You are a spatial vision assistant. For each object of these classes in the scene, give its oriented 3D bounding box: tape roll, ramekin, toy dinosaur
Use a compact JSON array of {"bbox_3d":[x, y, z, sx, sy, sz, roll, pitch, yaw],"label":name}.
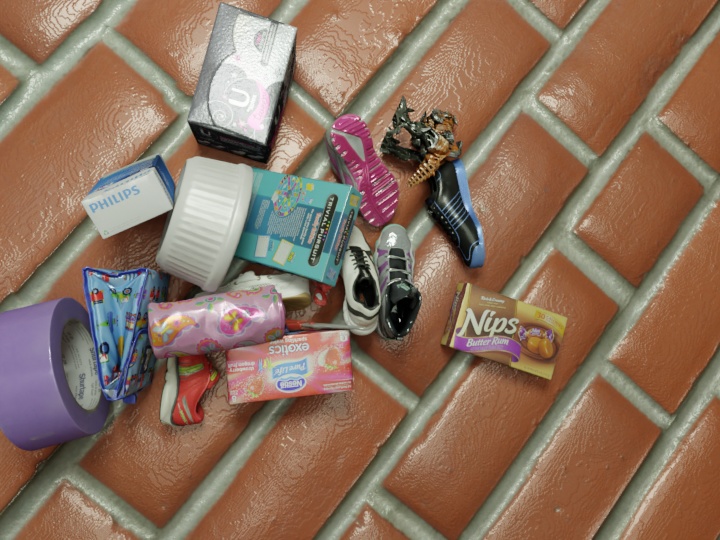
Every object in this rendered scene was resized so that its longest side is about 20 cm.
[{"bbox_3d":[-0.440,0.146,0.755,0.084,0.200,0.202,-13,89,-8],"label":"tape roll"},{"bbox_3d":[-0.238,-0.075,0.789,0.093,0.202,0.205,17,85,-24],"label":"ramekin"},{"bbox_3d":[0.110,-0.219,0.892,0.135,0.201,0.103,25,122,-4],"label":"toy dinosaur"}]

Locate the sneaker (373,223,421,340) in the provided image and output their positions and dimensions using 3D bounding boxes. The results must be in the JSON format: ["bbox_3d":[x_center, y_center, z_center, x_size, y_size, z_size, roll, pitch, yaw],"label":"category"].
[{"bbox_3d":[0.068,0.018,0.870,0.077,0.140,0.203,0,88,-10],"label":"sneaker"}]

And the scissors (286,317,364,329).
[{"bbox_3d":[-0.089,0.086,0.858,0.198,0.073,0.014,-3,97,6],"label":"scissors"}]

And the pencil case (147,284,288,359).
[{"bbox_3d":[-0.207,0.074,0.775,0.198,0.087,0.088,-10,89,-15],"label":"pencil case"}]

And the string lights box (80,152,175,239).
[{"bbox_3d":[-0.336,-0.118,0.781,0.102,0.200,0.059,-25,115,-8],"label":"string lights box"}]

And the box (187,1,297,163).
[{"bbox_3d":[-0.187,-0.299,0.859,0.131,0.115,0.202,15,85,-7],"label":"box"}]

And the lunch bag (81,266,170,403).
[{"bbox_3d":[-0.352,0.100,0.795,0.093,0.151,0.203,1,87,-9],"label":"lunch bag"}]

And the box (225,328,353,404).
[{"bbox_3d":[-0.115,0.150,0.858,0.198,0.095,0.101,-4,88,-9],"label":"box"}]

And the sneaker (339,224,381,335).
[{"bbox_3d":[0.000,0.000,0.866,0.073,0.080,0.202,-5,62,-16],"label":"sneaker"}]

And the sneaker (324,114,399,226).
[{"bbox_3d":[0.001,-0.171,0.903,0.081,0.088,0.201,-28,114,-11],"label":"sneaker"}]

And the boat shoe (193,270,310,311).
[{"bbox_3d":[-0.182,0.036,0.874,0.198,0.071,0.070,-6,62,-2],"label":"boat shoe"}]

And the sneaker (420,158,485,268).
[{"bbox_3d":[0.160,-0.096,0.931,0.077,0.070,0.202,-13,82,-6],"label":"sneaker"}]

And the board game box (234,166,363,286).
[{"bbox_3d":[-0.110,-0.073,0.843,0.198,0.047,0.153,15,85,27],"label":"board game box"}]

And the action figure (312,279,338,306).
[{"bbox_3d":[-0.066,-0.041,0.877,0.051,0.065,0.202,8,74,-41],"label":"action figure"}]

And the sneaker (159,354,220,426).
[{"bbox_3d":[-0.268,0.153,0.849,0.084,0.077,0.202,9,99,-15],"label":"sneaker"}]

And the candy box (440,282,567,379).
[{"bbox_3d":[0.255,0.107,0.939,0.198,0.056,0.118,19,85,-9],"label":"candy box"}]
